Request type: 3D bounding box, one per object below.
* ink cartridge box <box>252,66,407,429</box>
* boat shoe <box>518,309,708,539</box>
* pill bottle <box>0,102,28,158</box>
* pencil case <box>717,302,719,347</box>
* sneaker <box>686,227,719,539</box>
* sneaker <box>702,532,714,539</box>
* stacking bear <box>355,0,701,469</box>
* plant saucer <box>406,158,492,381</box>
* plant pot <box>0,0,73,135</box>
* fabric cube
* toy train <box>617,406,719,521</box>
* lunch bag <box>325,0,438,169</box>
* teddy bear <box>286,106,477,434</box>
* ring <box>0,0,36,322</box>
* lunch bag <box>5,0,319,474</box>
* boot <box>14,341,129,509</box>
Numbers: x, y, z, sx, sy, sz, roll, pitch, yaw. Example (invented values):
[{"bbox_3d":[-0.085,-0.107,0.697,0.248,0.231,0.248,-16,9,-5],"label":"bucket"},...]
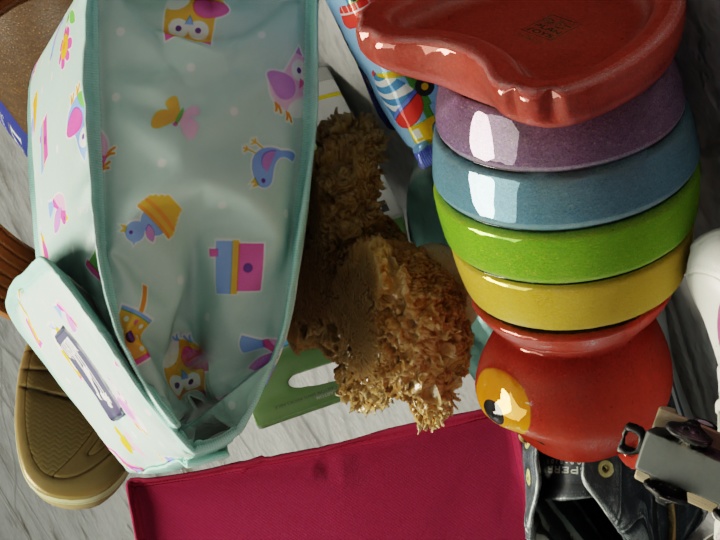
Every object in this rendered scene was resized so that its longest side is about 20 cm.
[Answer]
[{"bbox_3d":[-0.035,-0.017,1.357,0.200,0.103,0.059,-115,9,-51],"label":"ink cartridge box"},{"bbox_3d":[0.096,0.053,1.162,0.071,0.091,0.201,-11,116,33],"label":"boat shoe"},{"bbox_3d":[-0.151,-0.095,1.626,0.200,0.115,0.116,49,158,36],"label":"pill bottle"},{"bbox_3d":[0.194,0.026,0.886,0.094,0.091,0.200,58,165,-7],"label":"pencil case"},{"bbox_3d":[0.165,0.080,1.016,0.201,0.099,0.075,64,166,6],"label":"sneaker"},{"bbox_3d":[0.220,0.177,1.092,0.200,0.073,0.085,41,178,44],"label":"sneaker"},{"bbox_3d":[0.080,-0.014,1.059,0.121,0.113,0.201,25,133,44],"label":"stacking bear"},{"bbox_3d":[0.075,0.013,1.281,0.200,0.036,0.200,53,161,27],"label":"plant saucer"},{"bbox_3d":[-0.151,-0.170,1.370,0.187,0.186,0.201,41,148,49],"label":"plant pot"},{"bbox_3d":[0.007,0.199,1.324,0.199,0.199,0.197,67,-167,-72],"label":"fabric cube"},{"bbox_3d":[0.186,0.096,0.958,0.199,0.046,0.034,23,104,18],"label":"toy train"},{"bbox_3d":[0.014,-0.142,1.174,0.151,0.094,0.200,63,174,-12],"label":"lunch bag"},{"bbox_3d":[0.000,0.000,1.207,0.200,0.066,0.146,174,89,-68],"label":"teddy bear"},{"bbox_3d":[-0.126,-0.068,1.251,0.019,0.200,0.201,-19,99,60],"label":"ring"},{"bbox_3d":[-0.085,-0.012,1.150,0.170,0.121,0.201,151,119,-73],"label":"lunch bag"},{"bbox_3d":[-0.127,0.056,1.331,0.155,0.072,0.201,101,177,-56],"label":"boot"}]
